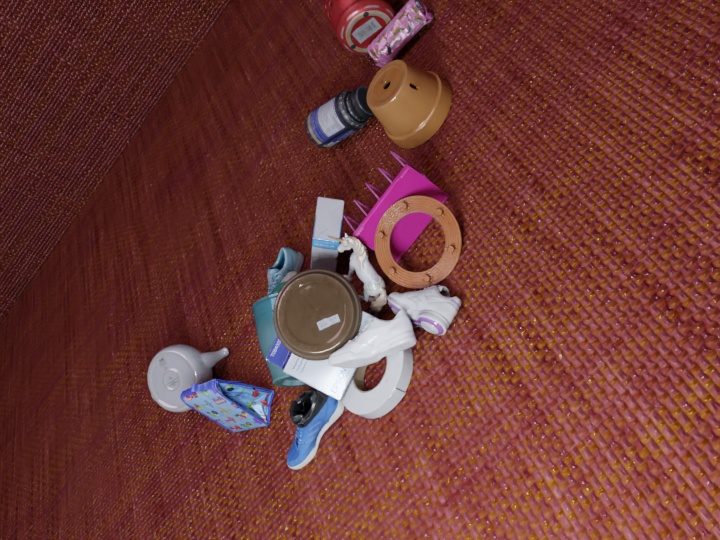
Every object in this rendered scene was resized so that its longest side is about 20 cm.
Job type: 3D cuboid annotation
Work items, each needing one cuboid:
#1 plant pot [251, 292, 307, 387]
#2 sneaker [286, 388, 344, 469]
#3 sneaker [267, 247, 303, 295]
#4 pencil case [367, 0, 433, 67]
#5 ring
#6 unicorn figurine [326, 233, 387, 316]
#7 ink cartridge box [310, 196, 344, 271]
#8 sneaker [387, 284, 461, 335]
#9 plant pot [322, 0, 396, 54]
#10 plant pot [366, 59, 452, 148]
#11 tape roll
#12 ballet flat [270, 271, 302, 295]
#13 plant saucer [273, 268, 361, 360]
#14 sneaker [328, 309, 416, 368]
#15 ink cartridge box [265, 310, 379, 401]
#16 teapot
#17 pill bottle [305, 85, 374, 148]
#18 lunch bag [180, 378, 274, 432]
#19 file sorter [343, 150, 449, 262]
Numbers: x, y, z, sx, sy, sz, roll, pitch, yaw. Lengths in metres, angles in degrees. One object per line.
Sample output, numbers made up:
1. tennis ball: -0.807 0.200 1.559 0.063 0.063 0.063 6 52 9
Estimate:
1. plant pot: -0.148 0.167 1.777 0.199 0.199 0.191 -25 64 38
2. sneaker: -0.131 0.349 1.693 0.201 0.111 0.077 -53 38 11
3. sneaker: -0.227 0.031 2.033 0.073 0.081 0.202 6 72 52
4. pencil case: 0.106 -0.650 2.078 0.200 0.083 0.087 -42 13 24
5. ring: 0.122 -0.062 1.645 0.198 0.019 0.204 0 89 22
6. unicorn figurine: 0.000 0.000 1.719 0.074 0.200 0.138 -43 -6 -30
7. ink cartridge box: -0.083 -0.075 1.852 0.201 0.067 0.117 101 176 -63
8. sneaker: 0.137 0.075 1.606 0.100 0.075 0.199 -49 34 -16
9. plant pot: 0.005 -0.733 2.161 0.200 0.199 0.184 -37 53 28
10. plant pot: 0.109 -0.425 1.882 0.199 0.139 0.202 -27 49 37
11. tape roll: 0.031 0.219 1.647 0.202 0.037 0.205 -27 49 36
12. ballet flat: -0.150 0.037 1.838 0.067 0.199 0.071 -21 74 36
13. plant saucer: -0.096 0.093 1.640 0.197 0.029 0.203 -1 81 6
14. sneaker: 0.019 0.144 1.596 0.198 0.075 0.090 -21 68 16
15. ink cartridge box: -0.086 0.153 1.664 0.198 0.198 0.043 -64 -8 -4
16. teapot: -0.491 0.298 2.127 0.197 0.146 0.200 13 98 19
17. pill bottle: -0.051 -0.426 2.093 0.199 0.111 0.113 -23 51 39
18. lunch bag: -0.340 0.325 1.880 0.149 0.199 0.095 -20 53 40
19. file sorter: 0.074 -0.151 1.753 0.201 0.138 0.126 -52 35 12
